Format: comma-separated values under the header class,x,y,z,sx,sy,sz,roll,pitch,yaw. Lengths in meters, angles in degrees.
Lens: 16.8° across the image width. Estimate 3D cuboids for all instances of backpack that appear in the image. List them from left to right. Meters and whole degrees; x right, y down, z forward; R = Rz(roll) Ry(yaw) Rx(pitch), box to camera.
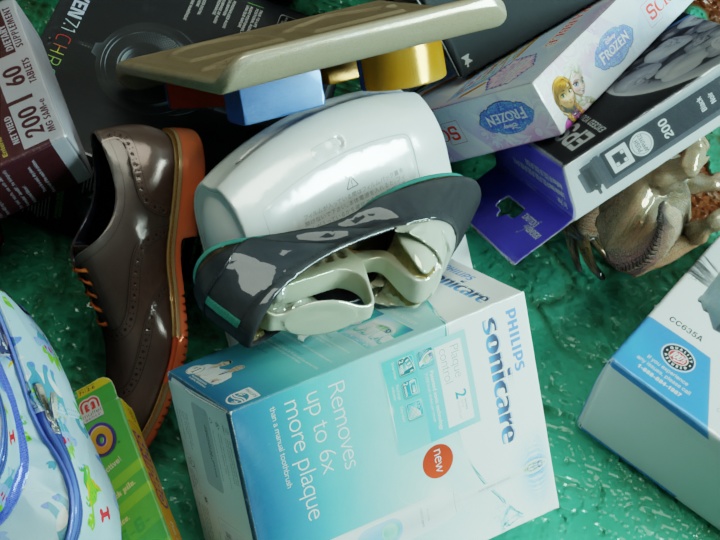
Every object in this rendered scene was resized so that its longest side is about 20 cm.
class,x,y,z,sx,sy,sz,roll,pitch,yaw
backpack,-0.241,0.117,1.349,0.183,0.147,0.200,-30,73,3

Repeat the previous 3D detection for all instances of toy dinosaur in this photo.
class,x,y,z,sx,sy,sz,roll,pitch,yaw
toy dinosaur,0.177,-0.036,1.572,0.086,0.135,0.200,53,14,-16

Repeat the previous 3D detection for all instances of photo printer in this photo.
class,x,y,z,sx,sy,sz,roll,pitch,yaw
photo printer,-0.012,-0.003,1.478,0.166,0.201,0.069,-28,27,-28

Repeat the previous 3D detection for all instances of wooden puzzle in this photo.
class,x,y,z,sx,sy,sz,roll,pitch,yaw
wooden puzzle,-0.031,-0.125,1.471,0.185,0.200,0.047,-15,100,-23

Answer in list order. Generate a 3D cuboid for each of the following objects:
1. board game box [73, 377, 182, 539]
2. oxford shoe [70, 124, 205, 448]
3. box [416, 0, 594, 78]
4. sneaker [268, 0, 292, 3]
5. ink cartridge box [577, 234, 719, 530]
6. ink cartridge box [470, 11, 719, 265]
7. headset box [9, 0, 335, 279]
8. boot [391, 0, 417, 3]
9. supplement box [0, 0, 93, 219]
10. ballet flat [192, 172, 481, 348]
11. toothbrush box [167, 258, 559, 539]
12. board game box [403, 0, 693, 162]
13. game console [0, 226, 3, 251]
class,x,y,z,sx,sy,sz,roll,pitch,yaw
board game box,-0.150,0.165,1.401,0.095,0.030,0.201,-28,63,7
oxford shoe,-0.144,0.012,1.464,0.072,0.071,0.201,6,90,-27
box,0.126,-0.219,1.596,0.199,0.079,0.141,-30,19,4
sneaker,-0.041,-0.214,1.643,0.095,0.200,0.079,8,89,-24
ink cartridge box,0.257,0.060,1.561,0.146,0.086,0.200,36,56,14
ink cartridge box,0.147,-0.092,1.550,0.200,0.198,0.043,-34,106,-2
headset box,-0.115,-0.095,1.583,0.199,0.093,0.175,20,53,1
boot,0.010,-0.297,1.719,0.073,0.154,0.204,-30,65,-30
supplement box,-0.274,-0.070,1.469,0.199,0.061,0.109,-25,65,1
ballet flat,0.000,0.000,1.397,0.199,0.073,0.073,-17,60,-31
toothbrush box,0.005,0.099,1.422,0.199,0.147,0.085,-21,24,-25
board game box,0.107,-0.140,1.609,0.200,0.199,0.041,-45,110,-35
game console,-0.330,0.008,1.503,0.199,0.031,0.178,11,58,-4
